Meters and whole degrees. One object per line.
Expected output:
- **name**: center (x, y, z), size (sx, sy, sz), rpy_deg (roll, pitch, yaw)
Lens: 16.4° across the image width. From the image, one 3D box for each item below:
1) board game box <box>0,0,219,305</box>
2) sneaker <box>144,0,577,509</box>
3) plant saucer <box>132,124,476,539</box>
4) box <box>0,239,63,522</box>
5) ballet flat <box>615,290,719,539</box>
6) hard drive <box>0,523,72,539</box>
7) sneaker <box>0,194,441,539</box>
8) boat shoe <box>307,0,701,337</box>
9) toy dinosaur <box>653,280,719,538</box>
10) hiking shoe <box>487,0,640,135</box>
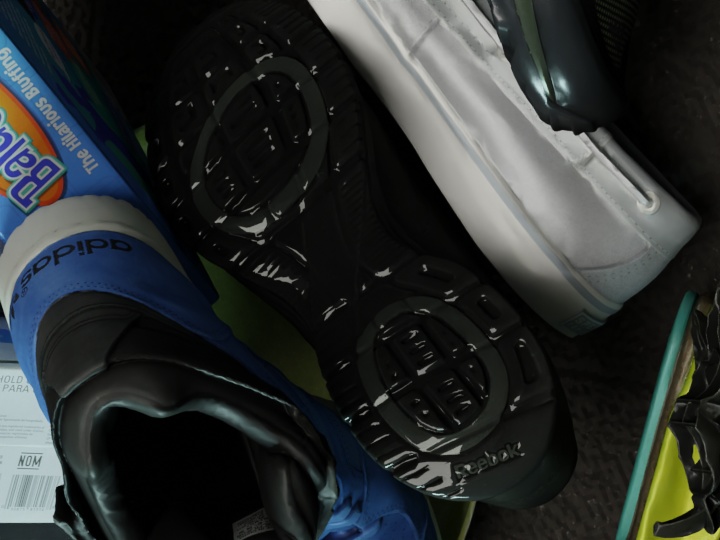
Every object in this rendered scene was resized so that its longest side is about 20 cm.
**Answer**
- **board game box**: center (-0.132, -0.081, 0.791), size (0.045, 0.200, 0.152), rpy_deg (-35, 36, 2)
- **sneaker**: center (0.000, 0.000, 0.790), size (0.076, 0.091, 0.201), rpy_deg (-35, 64, 7)
- **plant saucer**: center (-0.035, 0.041, 0.891), size (0.199, 0.031, 0.201), rpy_deg (9, 106, 33)
- **box**: center (-0.154, 0.005, 0.862), size (0.200, 0.116, 0.060), rpy_deg (52, 130, 50)
- **ballet flat**: center (0.102, 0.101, 0.798), size (0.067, 0.067, 0.201), rpy_deg (21, 112, 5)
- **hard drive**: center (-0.115, 0.151, 0.853), size (0.199, 0.033, 0.140), rpy_deg (-27, 76, -3)
- **sneaker**: center (-0.032, 0.072, 0.760), size (0.077, 0.111, 0.200), rpy_deg (-34, 126, 7)
- **boat shoe**: center (0.035, -0.077, 0.797), size (0.068, 0.072, 0.201), rpy_deg (-37, 73, 14)
- **toy dinosaur**: center (0.164, 0.064, 0.706), size (0.102, 0.135, 0.201), rpy_deg (155, 131, -72)
- **hiking shoe**: center (0.090, -0.138, 0.723), size (0.100, 0.076, 0.201), rpy_deg (6, 95, 14)
